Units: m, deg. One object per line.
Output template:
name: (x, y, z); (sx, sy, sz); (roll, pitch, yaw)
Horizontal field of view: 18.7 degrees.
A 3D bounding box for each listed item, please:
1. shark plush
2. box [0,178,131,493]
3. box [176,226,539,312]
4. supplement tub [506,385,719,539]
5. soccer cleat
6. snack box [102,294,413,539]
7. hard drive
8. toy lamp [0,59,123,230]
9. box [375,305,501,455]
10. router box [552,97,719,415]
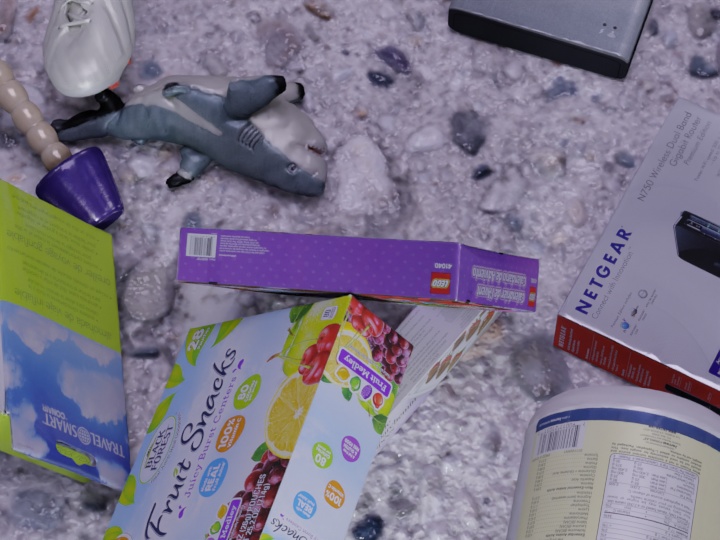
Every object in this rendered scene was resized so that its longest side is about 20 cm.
shark plush: (-0.122, -0.097, 1.549); (0.199, 0.091, 0.084); (2, 92, -4)
box: (-0.210, 0.049, 1.438); (0.048, 0.122, 0.201); (-25, 57, 28)
box: (0.000, 0.000, 1.419); (0.199, 0.137, 0.039); (4, 88, 26)
supplement tub: (0.159, 0.188, 1.346); (0.144, 0.145, 0.201); (10, 62, 6)
soccer cleat: (-0.193, -0.209, 1.578); (0.069, 0.078, 0.200); (0, 48, 10)
snack box: (-0.071, 0.125, 1.374); (0.068, 0.168, 0.200); (39, 59, -30)
hard drive: (0.162, -0.249, 1.645); (0.139, 0.033, 0.200); (17, 63, 9)
toy lamp: (-0.237, -0.113, 1.540); (0.058, 0.058, 0.200); (-35, 85, -17)
box: (0.027, 0.070, 1.470); (0.041, 0.039, 0.200); (34, 67, 19)
router box: (0.255, 0.002, 1.500); (0.179, 0.049, 0.200); (25, 65, 13)
